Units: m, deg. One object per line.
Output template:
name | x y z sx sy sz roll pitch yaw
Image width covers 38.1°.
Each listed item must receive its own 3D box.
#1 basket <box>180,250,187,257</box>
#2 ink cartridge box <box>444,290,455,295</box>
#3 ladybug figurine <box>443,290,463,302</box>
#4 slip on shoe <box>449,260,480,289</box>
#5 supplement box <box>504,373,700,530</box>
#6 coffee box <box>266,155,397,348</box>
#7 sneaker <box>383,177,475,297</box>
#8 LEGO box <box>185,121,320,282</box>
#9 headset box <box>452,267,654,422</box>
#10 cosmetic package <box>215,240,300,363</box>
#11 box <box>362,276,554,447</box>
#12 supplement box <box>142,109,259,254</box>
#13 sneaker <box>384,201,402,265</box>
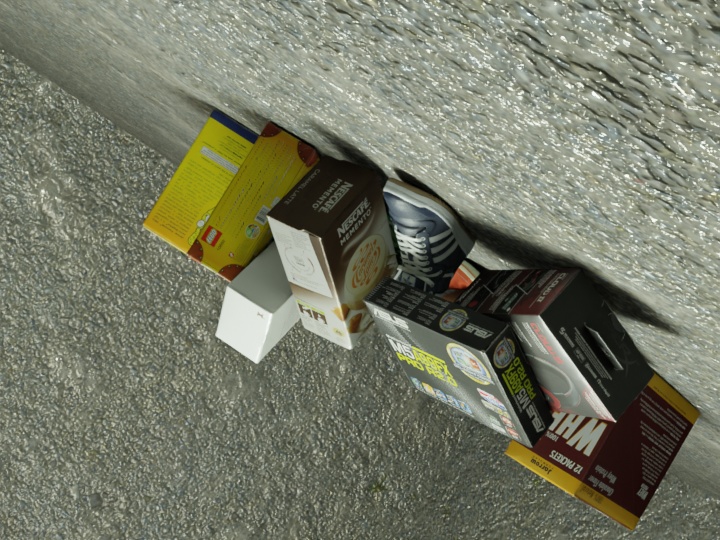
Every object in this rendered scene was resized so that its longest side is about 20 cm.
basket | -0.176 -0.072 1.735 0.198 0.137 0.181 14 -144 8
ink cartridge box | 0.152 0.070 1.600 0.195 0.200 0.043 31 133 4
ladybug figurine | 0.166 0.094 1.498 0.199 0.072 0.136 -4 -127 -34
slip on shoe | 0.118 0.006 1.499 0.199 0.061 0.074 26 172 48
supplement box | 0.348 0.232 1.493 0.132 0.201 0.197 27 175 46
coffee box | -0.026 -0.019 1.236 0.079 0.115 0.201 23 148 30
sneaker | 0.063 -0.023 1.186 0.070 0.109 0.200 28 175 31
LEGO box | -0.128 -0.075 1.372 0.077 0.201 0.149 31 175 11
headset box | 0.203 0.075 1.107 0.149 0.075 0.200 52 159 -17
cosmetic package | -0.096 0.014 1.350 0.071 0.200 0.102 32 135 11
box | 0.108 0.100 1.165 0.199 0.044 0.161 22 150 47
supplement box | -0.218 -0.118 1.546 0.109 0.201 0.109 32 177 -1
sneaker | 0.016 -0.052 1.387 0.078 0.086 0.200 34 176 -28
